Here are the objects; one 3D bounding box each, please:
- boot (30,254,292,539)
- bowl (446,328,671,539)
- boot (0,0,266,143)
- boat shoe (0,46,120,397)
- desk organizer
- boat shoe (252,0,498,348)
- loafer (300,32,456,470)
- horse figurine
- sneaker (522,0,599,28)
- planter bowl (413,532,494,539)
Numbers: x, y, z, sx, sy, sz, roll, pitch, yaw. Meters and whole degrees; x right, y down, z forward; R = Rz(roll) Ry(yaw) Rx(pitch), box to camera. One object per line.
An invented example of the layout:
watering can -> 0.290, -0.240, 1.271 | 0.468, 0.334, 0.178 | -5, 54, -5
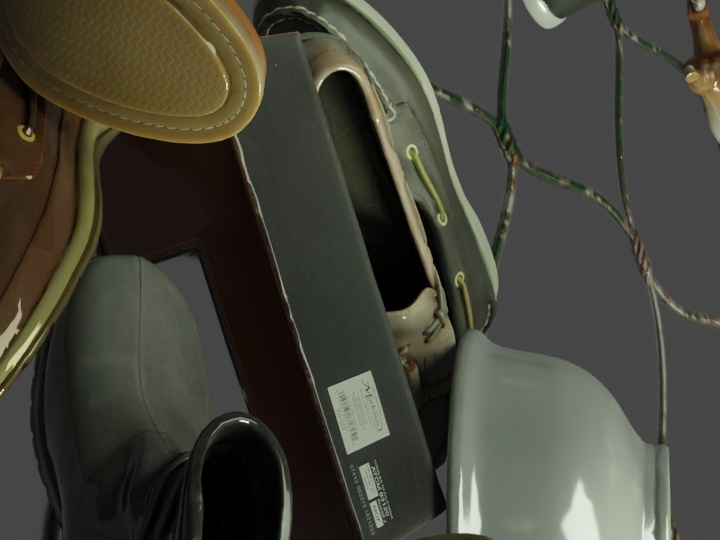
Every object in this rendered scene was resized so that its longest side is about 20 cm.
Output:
boot -> -0.059, 0.070, 0.649 | 0.069, 0.132, 0.202 | 6, 65, -25
bowl -> 0.091, 0.126, 0.861 | 0.201, 0.089, 0.204 | -1, 90, -82
boot -> -0.089, -0.130, 0.699 | 0.155, 0.199, 0.077 | -42, 155, -53
boat shoe -> -0.127, -0.029, 0.670 | 0.067, 0.072, 0.201 | 32, 41, -23
desk organizer -> -0.042, 0.016, 0.776 | 0.072, 0.076, 0.202 | -20, 93, -60
boat shoe -> 0.007, -0.039, 0.893 | 0.202, 0.071, 0.061 | 60, 28, -27
loafer -> 0.000, 0.000, 0.834 | 0.063, 0.071, 0.202 | -146, -140, -73
horse figurine -> 0.275, -0.102, 1.398 | 0.201, 0.050, 0.133 | 55, 16, -15
sneaker -> 0.164, -0.227, 1.235 | 0.071, 0.098, 0.201 | 56, 32, -24
planter bowl -> 0.021, 0.177, 0.680 | 0.136, 0.199, 0.200 | 64, 30, -10
